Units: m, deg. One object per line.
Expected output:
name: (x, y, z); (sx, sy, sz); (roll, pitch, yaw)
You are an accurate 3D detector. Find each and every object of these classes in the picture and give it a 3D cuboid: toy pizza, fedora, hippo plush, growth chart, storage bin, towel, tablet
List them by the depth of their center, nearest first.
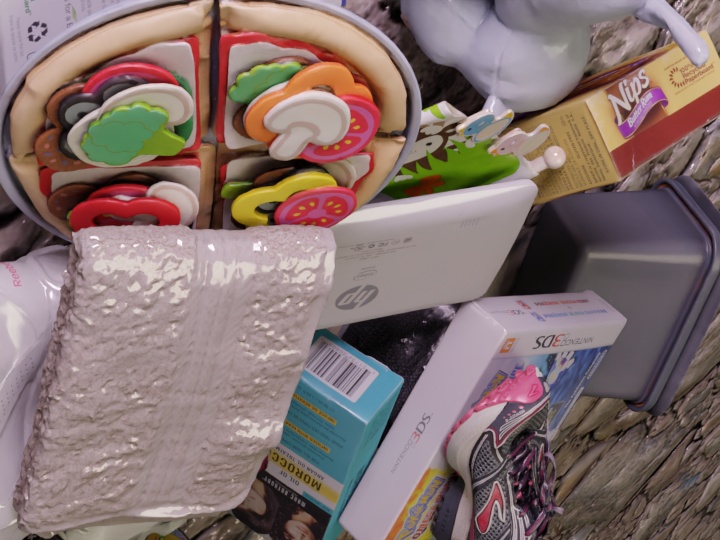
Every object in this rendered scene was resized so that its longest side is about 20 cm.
toy pizza: (-0.068, -0.053, 0.603); (0.200, 0.032, 0.200); (-8, 149, -5)
towel: (-0.097, 0.060, 0.658); (0.132, 0.035, 0.200); (-2, 130, -29)
growth chart: (0.016, -0.054, 0.716); (0.145, 0.018, 0.200); (-29, 157, 33)
hippo plush: (0.110, -0.174, 0.740); (0.159, 0.200, 0.161); (-53, 173, -29)
tablet: (0.000, 0.000, 0.774); (0.199, 0.014, 0.130); (-10, 150, -19)
fedora: (0.037, 0.063, 0.966); (0.200, 0.092, 0.201); (-34, 147, -26)
storage bin: (0.205, 0.015, 1.118); (0.134, 0.146, 0.200); (2, 127, -21)

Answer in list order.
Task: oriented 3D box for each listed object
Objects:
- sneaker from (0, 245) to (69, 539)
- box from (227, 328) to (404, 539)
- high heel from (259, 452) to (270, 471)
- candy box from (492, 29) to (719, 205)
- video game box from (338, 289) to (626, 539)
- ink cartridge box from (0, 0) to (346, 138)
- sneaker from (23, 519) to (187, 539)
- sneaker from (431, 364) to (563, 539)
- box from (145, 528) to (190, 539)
sneaker: (-0.212, 0.075, 0.688); (0.099, 0.078, 0.200); (-2, 121, -40)
box: (-0.037, 0.126, 0.915); (0.049, 0.082, 0.200); (-47, 163, -40)
high heel: (-0.107, 0.082, 0.777); (0.096, 0.068, 0.200); (-14, 151, -9)
candy box: (0.131, -0.086, 0.848); (0.117, 0.057, 0.200); (-31, -171, -29)
video game box: (0.093, 0.108, 0.956); (0.182, 0.047, 0.200); (0, 124, -50)
ink cartridge box: (-0.089, -0.179, 0.584); (0.200, 0.047, 0.198); (-30, 144, -32)
sneaker: (-0.184, 0.156, 0.797); (0.200, 0.074, 0.089); (-39, 152, -24)
sneaker: (0.106, 0.143, 0.894); (0.081, 0.075, 0.200); (-31, 144, -28)
box: (-0.125, 0.325, 0.941); (0.122, 0.200, 0.193); (-30, 144, -29)
